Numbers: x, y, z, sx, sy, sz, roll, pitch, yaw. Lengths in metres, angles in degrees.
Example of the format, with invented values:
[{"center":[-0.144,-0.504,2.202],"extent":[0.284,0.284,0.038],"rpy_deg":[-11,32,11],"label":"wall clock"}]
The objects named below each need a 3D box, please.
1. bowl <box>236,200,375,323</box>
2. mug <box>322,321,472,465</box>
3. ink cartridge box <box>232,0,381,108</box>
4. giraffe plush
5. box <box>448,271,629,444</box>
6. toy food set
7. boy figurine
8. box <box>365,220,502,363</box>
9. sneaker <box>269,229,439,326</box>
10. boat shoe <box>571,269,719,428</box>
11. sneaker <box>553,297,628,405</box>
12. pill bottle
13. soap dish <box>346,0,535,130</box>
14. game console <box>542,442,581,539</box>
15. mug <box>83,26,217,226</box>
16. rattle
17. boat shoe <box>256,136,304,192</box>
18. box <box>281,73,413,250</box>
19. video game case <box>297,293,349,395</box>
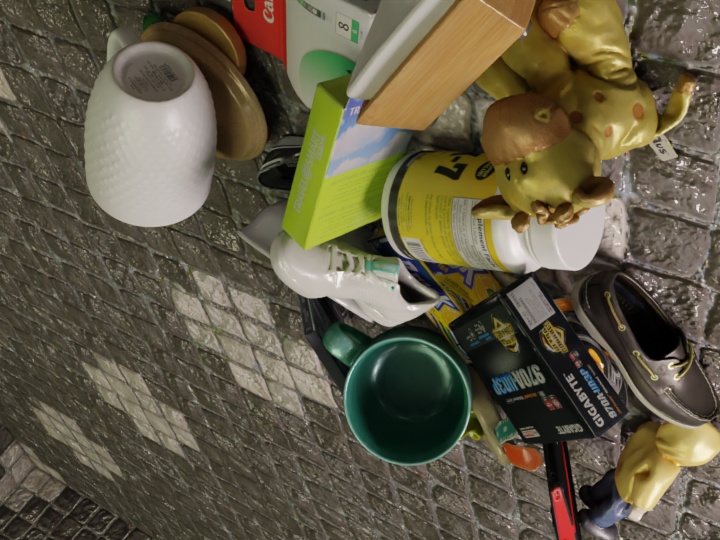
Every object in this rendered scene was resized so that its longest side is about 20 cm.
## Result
[{"center":[-0.042,-0.028,1.178],"extent":[0.200,0.091,0.201],"rpy_deg":[34,180,0],"label":"bowl"},{"center":[0.054,0.129,1.189],"extent":[0.151,0.114,0.187],"rpy_deg":[-19,94,9],"label":"mug"},{"center":[-0.063,-0.244,0.991],"extent":[0.199,0.050,0.162],"rpy_deg":[28,148,15],"label":"ink cartridge box"},{"center":[0.157,-0.112,0.806],"extent":[0.200,0.162,0.173],"rpy_deg":[39,150,0],"label":"giraffe plush"},{"center":[0.171,0.095,0.993],"extent":[0.160,0.046,0.200],"rpy_deg":[57,166,4],"label":"box"},{"center":[-0.185,-0.214,1.158],"extent":[0.197,0.049,0.201],"rpy_deg":[8,139,45],"label":"toy food set"},{"center":[0.329,0.223,1.127],"extent":[0.064,0.125,0.200],"rpy_deg":[33,123,-8],"label":"boy figurine"},{"center":[0.100,0.012,1.128],"extent":[0.200,0.070,0.064],"rpy_deg":[49,148,-17],"label":"box"},{"center":[0.000,0.000,1.049],"extent":[0.199,0.076,0.088],"rpy_deg":[23,157,-35],"label":"sneaker"},{"center":[0.299,0.082,1.001],"extent":[0.201,0.072,0.061],"rpy_deg":[46,153,-6],"label":"boat shoe"},{"center":[0.241,0.117,1.065],"extent":[0.078,0.078,0.200],"rpy_deg":[-32,130,13],"label":"sneaker"},{"center":[0.128,-0.058,0.961],"extent":[0.199,0.115,0.115],"rpy_deg":[8,138,41],"label":"pill bottle"},{"center":[0.074,-0.213,0.784],"extent":[0.081,0.158,0.200],"rpy_deg":[27,153,-13],"label":"soap dish"},{"center":[0.229,0.229,1.172],"extent":[0.031,0.201,0.178],"rpy_deg":[-12,131,13],"label":"game console"},{"center":[-0.241,-0.179,1.097],"extent":[0.201,0.147,0.176],"rpy_deg":[63,155,25],"label":"mug"},{"center":[0.127,0.208,1.230],"extent":[0.200,0.141,0.131],"rpy_deg":[-113,14,-63],"label":"rattle"},{"center":[-0.041,-0.114,1.117],"extent":[0.199,0.068,0.072],"rpy_deg":[8,138,41],"label":"boat shoe"},{"center":[-0.004,-0.122,0.973],"extent":[0.048,0.121,0.201],"rpy_deg":[43,137,25],"label":"box"},{"center":[-0.045,0.073,1.292],"extent":[0.143,0.019,0.201],"rpy_deg":[60,-171,-33],"label":"video game case"}]
